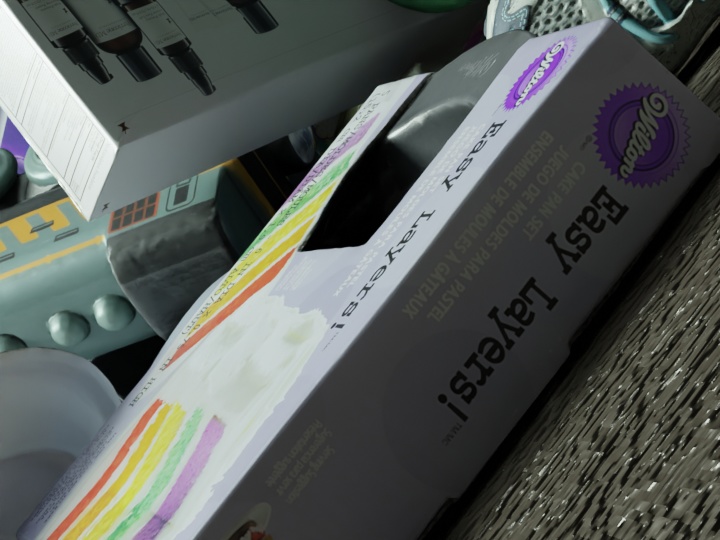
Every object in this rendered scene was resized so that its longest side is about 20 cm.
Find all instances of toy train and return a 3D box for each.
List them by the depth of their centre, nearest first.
[{"bbox_3d":[-0.112,-0.012,0.836,0.200,0.085,0.114,-19,37,19],"label":"toy train"}]

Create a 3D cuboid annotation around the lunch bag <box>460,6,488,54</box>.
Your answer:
[{"bbox_3d":[0.091,-0.159,0.915,0.200,0.077,0.160,-47,-26,27],"label":"lunch bag"}]

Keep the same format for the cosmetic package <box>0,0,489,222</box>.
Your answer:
[{"bbox_3d":[-0.046,-0.096,0.784,0.200,0.083,0.051,-27,-18,-37],"label":"cosmetic package"}]

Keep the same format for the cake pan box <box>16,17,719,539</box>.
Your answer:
[{"bbox_3d":[-0.004,0.021,0.552,0.200,0.052,0.184,-51,15,-11],"label":"cake pan box"}]

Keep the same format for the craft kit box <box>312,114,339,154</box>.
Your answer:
[{"bbox_3d":[-0.049,-0.081,1.124,0.197,0.200,0.049,-42,27,-6],"label":"craft kit box"}]

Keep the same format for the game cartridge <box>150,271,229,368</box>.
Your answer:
[{"bbox_3d":[-0.062,0.076,0.742,0.200,0.041,0.133,135,145,-61],"label":"game cartridge"}]

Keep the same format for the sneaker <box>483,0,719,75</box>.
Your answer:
[{"bbox_3d":[0.111,-0.126,0.634,0.200,0.078,0.086,-52,7,9],"label":"sneaker"}]

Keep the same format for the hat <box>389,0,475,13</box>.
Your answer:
[{"bbox_3d":[0.078,-0.197,0.764,0.176,0.200,0.166,-23,-32,-32],"label":"hat"}]

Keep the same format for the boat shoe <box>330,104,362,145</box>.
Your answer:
[{"bbox_3d":[0.017,-0.054,1.026,0.200,0.068,0.075,113,172,-79],"label":"boat shoe"}]

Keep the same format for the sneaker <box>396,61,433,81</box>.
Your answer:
[{"bbox_3d":[0.021,-0.025,0.772,0.085,0.075,0.200,-50,2,11],"label":"sneaker"}]

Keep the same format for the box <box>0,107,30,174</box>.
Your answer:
[{"bbox_3d":[-0.140,-0.066,0.982,0.200,0.148,0.104,-51,3,34],"label":"box"}]

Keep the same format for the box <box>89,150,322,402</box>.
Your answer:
[{"bbox_3d":[-0.057,0.031,0.985,0.149,0.107,0.200,-53,2,-13],"label":"box"}]

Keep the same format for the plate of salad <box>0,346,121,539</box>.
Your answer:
[{"bbox_3d":[-0.151,0.113,0.669,0.200,0.048,0.200,-45,-30,-35],"label":"plate of salad"}]
